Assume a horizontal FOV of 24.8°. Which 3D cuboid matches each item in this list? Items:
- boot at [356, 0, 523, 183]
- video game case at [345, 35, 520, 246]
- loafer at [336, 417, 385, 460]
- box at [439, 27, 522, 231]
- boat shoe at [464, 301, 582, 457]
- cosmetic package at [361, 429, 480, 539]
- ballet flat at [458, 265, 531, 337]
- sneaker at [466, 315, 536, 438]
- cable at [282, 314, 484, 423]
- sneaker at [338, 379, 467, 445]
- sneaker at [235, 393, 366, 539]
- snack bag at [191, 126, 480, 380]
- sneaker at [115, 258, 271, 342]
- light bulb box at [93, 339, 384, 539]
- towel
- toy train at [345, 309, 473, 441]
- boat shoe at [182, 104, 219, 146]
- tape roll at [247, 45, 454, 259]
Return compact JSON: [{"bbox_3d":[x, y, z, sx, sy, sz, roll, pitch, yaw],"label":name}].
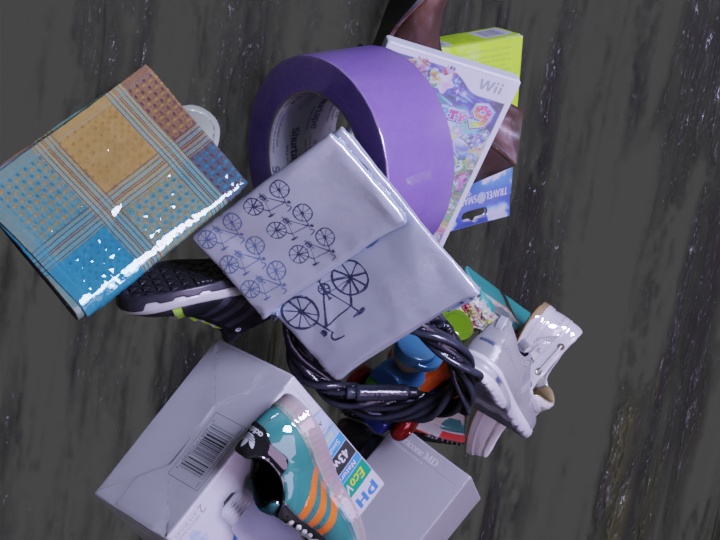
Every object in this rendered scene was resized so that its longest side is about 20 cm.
[{"bbox_3d":[0.103,-0.195,1.614,0.200,0.064,0.186,33,111,-22],"label":"boot"},{"bbox_3d":[0.053,-0.122,1.607,0.143,0.018,0.200,14,119,-18],"label":"video game case"},{"bbox_3d":[-0.050,0.245,1.731,0.200,0.063,0.072,-51,156,-10],"label":"loafer"},{"bbox_3d":[0.109,-0.147,1.718,0.122,0.048,0.201,-15,117,-38],"label":"box"},{"bbox_3d":[0.180,0.134,1.801,0.200,0.069,0.071,-64,167,25],"label":"boat shoe"},{"bbox_3d":[0.022,0.270,1.688,0.200,0.107,0.090,-52,157,-10],"label":"cosmetic package"},{"bbox_3d":[0.146,0.055,1.837,0.064,0.076,0.200,-39,134,16],"label":"ballet flat"},{"bbox_3d":[0.156,0.112,1.685,0.082,0.075,0.200,-55,157,-11],"label":"sneaker"},{"bbox_3d":[0.022,0.087,1.549,0.200,0.163,0.051,40,34,-19],"label":"cable"},{"bbox_3d":[0.050,0.127,1.773,0.200,0.070,0.094,24,74,-45],"label":"sneaker"},{"bbox_3d":[-0.060,0.211,1.515,0.080,0.071,0.200,-36,123,-22],"label":"sneaker"},{"bbox_3d":[-0.023,-0.005,1.450,0.200,0.188,0.021,49,31,-14],"label":"snack bag"},{"bbox_3d":[-0.131,0.034,1.530,0.199,0.072,0.083,-9,116,-28],"label":"sneaker"},{"bbox_3d":[-0.114,0.213,1.598,0.198,0.125,0.200,-52,134,-15],"label":"light bulb box"},{"bbox_3d":[-0.213,-0.069,1.403,0.200,0.022,0.147,-41,92,-26],"label":"towel"},{"bbox_3d":[0.082,0.082,1.677,0.200,0.085,0.116,-30,158,-43],"label":"toy train"},{"bbox_3d":[-0.199,-0.063,1.451,0.072,0.061,0.201,38,67,-2],"label":"boat shoe"},{"bbox_3d":[-0.012,-0.104,1.510,0.085,0.200,0.201,-14,116,-39],"label":"tape roll"}]
